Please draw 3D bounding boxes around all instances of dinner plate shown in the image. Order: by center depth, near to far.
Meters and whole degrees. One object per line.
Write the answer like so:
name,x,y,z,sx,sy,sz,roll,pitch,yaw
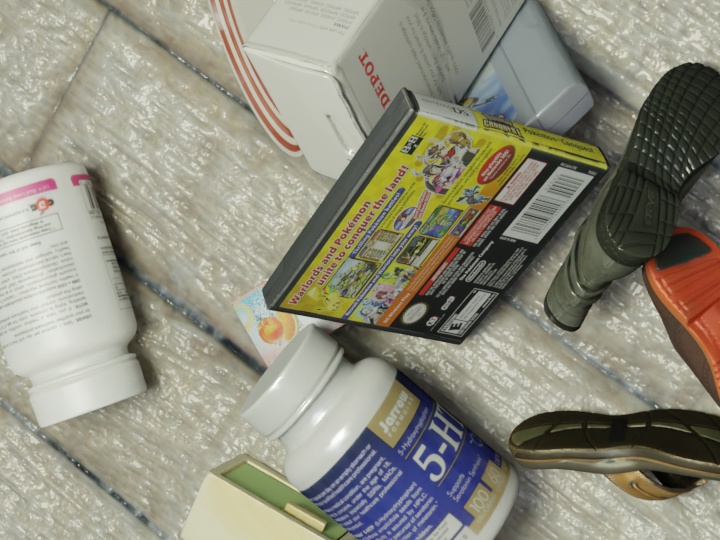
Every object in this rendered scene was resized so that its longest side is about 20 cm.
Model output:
dinner plate,-0.077,-0.184,1.101,0.024,0.200,0.202,-22,87,-14

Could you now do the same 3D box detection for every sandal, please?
sandal,0.209,0.145,1.077,0.198,0.082,0.055,-2,111,18

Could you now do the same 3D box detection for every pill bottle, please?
pill bottle,0.011,0.138,1.093,0.200,0.120,0.120,40,106,-7
pill bottle,-0.254,0.021,1.204,0.112,0.113,0.202,-19,88,19

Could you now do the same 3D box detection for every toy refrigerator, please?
toy refrigerator,-0.038,0.227,1.168,0.199,0.076,0.070,28,103,15

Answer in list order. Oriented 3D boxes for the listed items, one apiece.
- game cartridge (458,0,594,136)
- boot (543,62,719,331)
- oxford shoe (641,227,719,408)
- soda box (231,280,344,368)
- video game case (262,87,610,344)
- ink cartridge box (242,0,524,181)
game cartridge,0.070,-0.110,1.074,0.199,0.042,0.134,-31,40,12
boot,0.197,-0.056,1.053,0.067,0.201,0.131,35,149,0
oxford shoe,0.273,0.063,1.046,0.071,0.073,0.201,-27,77,-6
soda box,0.000,0.000,1.138,0.199,0.068,0.064,-31,87,18
video game case,0.053,-0.030,1.027,0.200,0.179,0.026,-53,42,33
ink cartridge box,0.023,-0.175,1.017,0.084,0.146,0.201,18,65,32
